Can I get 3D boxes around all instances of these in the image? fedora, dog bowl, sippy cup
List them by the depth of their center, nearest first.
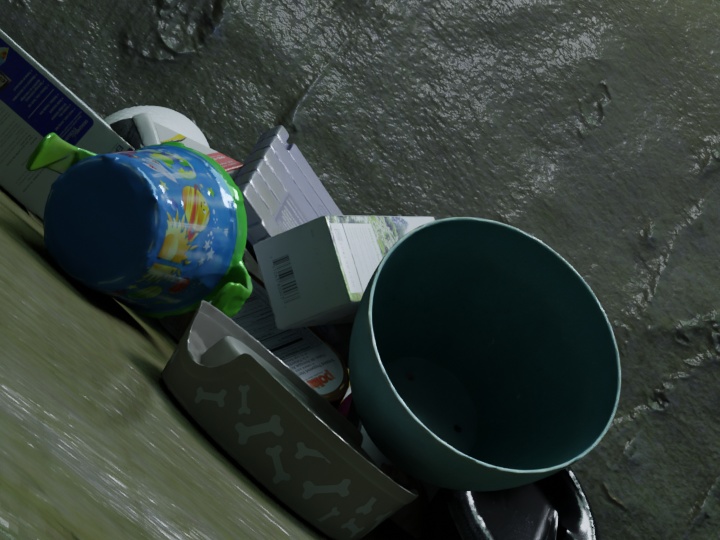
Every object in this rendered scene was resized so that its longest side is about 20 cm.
[{"bbox_3d":[-0.052,0.107,1.075,0.200,0.059,0.200,42,-1,1],"label":"dog bowl"},{"bbox_3d":[-0.169,-0.034,1.191,0.177,0.140,0.130,1,-1,16],"label":"sippy cup"},{"bbox_3d":[0.109,0.211,1.278,0.200,0.092,0.201,34,33,-26],"label":"fedora"}]

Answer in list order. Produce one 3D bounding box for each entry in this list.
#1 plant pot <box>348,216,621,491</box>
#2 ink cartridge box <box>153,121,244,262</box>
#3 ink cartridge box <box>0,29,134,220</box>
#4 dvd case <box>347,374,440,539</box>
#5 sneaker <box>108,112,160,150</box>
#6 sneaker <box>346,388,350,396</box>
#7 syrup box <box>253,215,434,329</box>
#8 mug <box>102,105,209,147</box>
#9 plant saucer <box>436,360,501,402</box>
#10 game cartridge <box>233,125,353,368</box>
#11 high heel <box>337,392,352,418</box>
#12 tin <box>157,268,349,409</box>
[{"bbox_3d":[0.072,0.080,1.165,0.200,0.200,0.135,42,-37,1],"label":"plant pot"},{"bbox_3d":[-0.194,-0.071,1.495,0.200,0.067,0.117,28,-54,41],"label":"ink cartridge box"},{"bbox_3d":[-0.293,-0.130,1.321,0.200,0.099,0.039,42,-2,-4],"label":"ink cartridge box"},{"bbox_3d":[0.052,0.164,1.328,0.017,0.143,0.200,-10,-37,35],"label":"dvd case"},{"bbox_3d":[-0.207,-0.039,1.350,0.073,0.111,0.200,81,-10,-54],"label":"sneaker"},{"bbox_3d":[0.001,0.165,1.795,0.200,0.081,0.146,38,-9,2],"label":"sneaker"},{"bbox_3d":[0.000,0.000,1.400,0.200,0.081,0.079,-2,73,-60],"label":"syrup box"},{"bbox_3d":[-0.274,-0.116,1.792,0.199,0.148,0.175,12,7,0],"label":"mug"},{"bbox_3d":[0.110,0.089,1.341,0.200,0.027,0.200,26,14,-7],"label":"plant saucer"},{"bbox_3d":[-0.048,-0.019,1.448,0.200,0.038,0.130,56,35,-22],"label":"game cartridge"},{"bbox_3d":[0.033,0.164,1.394,0.067,0.096,0.200,40,-2,44],"label":"high heel"},{"bbox_3d":[-0.095,0.058,1.365,0.200,0.042,0.112,41,34,19],"label":"tin"}]
